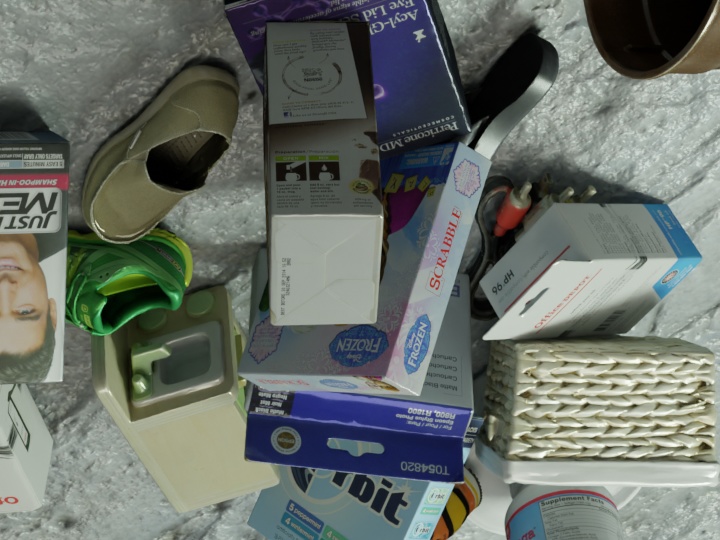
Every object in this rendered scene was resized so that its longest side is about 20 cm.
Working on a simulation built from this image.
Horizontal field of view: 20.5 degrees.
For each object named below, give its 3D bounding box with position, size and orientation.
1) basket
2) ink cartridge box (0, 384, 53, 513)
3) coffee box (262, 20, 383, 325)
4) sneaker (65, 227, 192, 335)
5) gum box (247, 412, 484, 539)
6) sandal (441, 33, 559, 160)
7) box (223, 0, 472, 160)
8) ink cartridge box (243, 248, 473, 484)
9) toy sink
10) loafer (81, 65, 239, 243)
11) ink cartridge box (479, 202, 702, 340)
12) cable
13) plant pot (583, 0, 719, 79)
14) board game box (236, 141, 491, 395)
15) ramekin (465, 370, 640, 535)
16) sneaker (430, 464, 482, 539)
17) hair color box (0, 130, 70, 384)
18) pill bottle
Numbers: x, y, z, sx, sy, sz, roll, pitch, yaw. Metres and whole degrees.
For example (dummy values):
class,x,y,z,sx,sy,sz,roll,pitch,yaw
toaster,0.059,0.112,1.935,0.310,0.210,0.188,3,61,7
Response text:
class,x,y,z,sx,sy,sz,roll,pitch,yaw
basket,0.212,0.122,1.784,0.199,0.136,0.124,3,94,-9
ink cartridge box,-0.380,0.134,1.813,0.145,0.085,0.200,-4,139,9
coffee box,-0.029,-0.073,1.426,0.079,0.201,0.113,-1,138,-4
sneaker,-0.244,0.012,1.718,0.199,0.084,0.074,-9,137,3
gum box,0.002,0.186,1.829,0.044,0.170,0.201,11,105,-52
sandal,0.087,-0.118,1.650,0.043,0.076,0.200,20,120,-30
box,-0.011,-0.184,1.534,0.147,0.105,0.200,-17,136,8
ink cartridge box,0.000,0.081,1.736,0.199,0.201,0.041,7,145,-10
toy sink,-0.153,0.101,1.797,0.112,0.131,0.200,-17,136,9
loafer,-0.168,-0.085,1.639,0.075,0.068,0.200,20,130,-28
ink cartridge box,0.189,0.000,1.741,0.199,0.068,0.116,-1,143,-45
cable,0.126,-0.017,1.775,0.097,0.050,0.200,6,135,-24
plant pot,0.300,-0.233,1.486,0.197,0.201,0.201,3,137,-25
board game box,0.000,0.000,1.607,0.041,0.200,0.200,28,161,-34
ramekin,0.178,0.166,1.950,0.201,0.094,0.203,-5,137,-5
sneaker,0.014,0.185,1.883,0.200,0.090,0.070,33,140,14
hair color box,-0.293,-0.010,1.619,0.099,0.061,0.201,-2,104,-25
pill bottle,0.192,0.262,1.837,0.108,0.201,0.109,-5,137,-5
